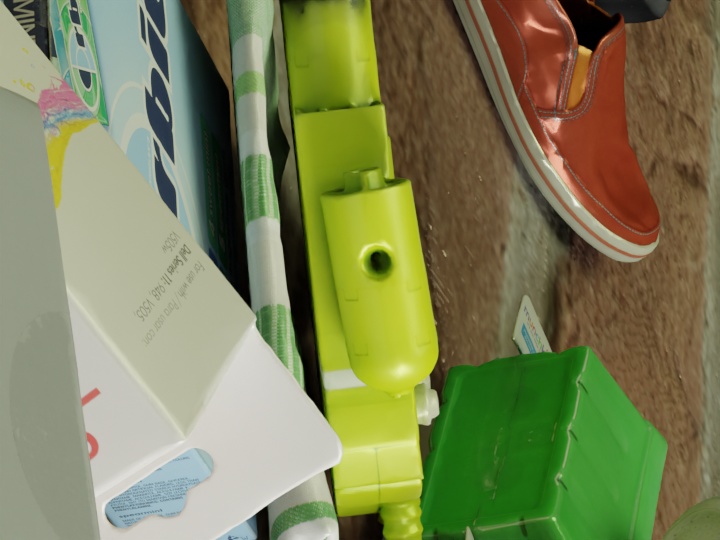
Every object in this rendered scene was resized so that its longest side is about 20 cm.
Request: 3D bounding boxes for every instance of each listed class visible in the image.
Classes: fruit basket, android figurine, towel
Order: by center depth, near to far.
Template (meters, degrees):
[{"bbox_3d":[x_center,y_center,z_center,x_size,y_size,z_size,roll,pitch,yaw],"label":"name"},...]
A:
[{"bbox_3d":[-0.026,0.017,0.998,0.153,0.023,0.201,89,-5,-67],"label":"towel"},{"bbox_3d":[0.000,0.000,1.047,0.182,0.041,0.201,-113,-165,-83],"label":"android figurine"},{"bbox_3d":[0.075,0.141,1.163,0.186,0.093,0.201,-73,153,-52],"label":"fruit basket"}]

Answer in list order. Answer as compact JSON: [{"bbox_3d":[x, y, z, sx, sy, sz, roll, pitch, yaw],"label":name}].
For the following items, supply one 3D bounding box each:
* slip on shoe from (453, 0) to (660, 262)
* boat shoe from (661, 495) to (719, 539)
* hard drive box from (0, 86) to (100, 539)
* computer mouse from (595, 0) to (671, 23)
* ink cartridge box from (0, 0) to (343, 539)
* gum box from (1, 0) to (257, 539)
[{"bbox_3d":[0.097,-0.092,1.373,0.201,0.061,0.074,64,24,-19],"label":"slip on shoe"},{"bbox_3d":[0.095,0.133,1.015,0.086,0.074,0.202,54,40,-26],"label":"boat shoe"},{"bbox_3d":[-0.152,0.060,0.577,0.077,0.199,0.157,23,52,-59],"label":"hard drive box"},{"bbox_3d":[0.114,-0.181,1.491,0.139,0.052,0.200,60,16,-27],"label":"computer mouse"},{"bbox_3d":[-0.110,0.010,0.751,0.200,0.117,0.067,51,28,-11],"label":"ink cartridge box"},{"bbox_3d":[-0.082,-0.029,0.911,0.200,0.044,0.171,63,20,-61],"label":"gum box"}]
